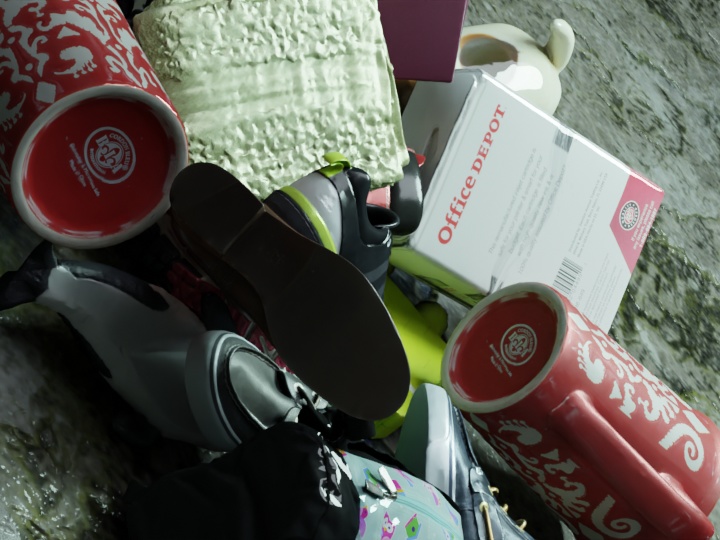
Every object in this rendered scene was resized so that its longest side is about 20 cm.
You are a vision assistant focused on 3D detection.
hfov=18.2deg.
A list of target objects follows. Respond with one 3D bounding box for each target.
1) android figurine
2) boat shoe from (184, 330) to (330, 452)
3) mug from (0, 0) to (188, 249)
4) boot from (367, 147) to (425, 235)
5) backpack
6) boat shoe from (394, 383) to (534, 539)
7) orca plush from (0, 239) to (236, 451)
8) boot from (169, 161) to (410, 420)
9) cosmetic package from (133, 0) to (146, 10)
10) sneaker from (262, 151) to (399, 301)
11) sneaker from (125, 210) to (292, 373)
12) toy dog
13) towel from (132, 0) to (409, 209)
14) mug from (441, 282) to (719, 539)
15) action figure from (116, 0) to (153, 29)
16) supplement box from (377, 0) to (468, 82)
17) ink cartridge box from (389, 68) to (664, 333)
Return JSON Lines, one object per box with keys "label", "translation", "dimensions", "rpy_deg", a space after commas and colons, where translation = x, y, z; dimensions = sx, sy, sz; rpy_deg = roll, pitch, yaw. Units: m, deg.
{"label": "android figurine", "translation": [0.005, 0.046, 1.616], "dimensions": [0.182, 0.041, 0.200], "rpy_deg": [50, 25, -2]}
{"label": "boat shoe", "translation": [-0.043, 0.093, 1.375], "dimensions": [0.200, 0.056, 0.069], "rpy_deg": [51, 40, -52]}
{"label": "mug", "translation": [-0.168, -0.102, 1.358], "dimensions": [0.177, 0.134, 0.200], "rpy_deg": [24, 18, -35]}
{"label": "boot", "translation": [-0.034, -0.105, 1.575], "dimensions": [0.144, 0.072, 0.200], "rpy_deg": [-4, 56, -34]}
{"label": "backpack", "translation": [-0.021, 0.172, 1.318], "dimensions": [0.200, 0.167, 0.127], "rpy_deg": [31, 48, -48]}
{"label": "boat shoe", "translation": [0.075, 0.170, 1.461], "dimensions": [0.091, 0.071, 0.201], "rpy_deg": [9, 55, -17]}
{"label": "orca plush", "translation": [-0.150, 0.049, 1.377], "dimensions": [0.200, 0.071, 0.105], "rpy_deg": [23, 83, -35]}
{"label": "boot", "translation": [-0.041, 0.023, 1.328], "dimensions": [0.186, 0.064, 0.200], "rpy_deg": [51, -8, 8]}
{"label": "cosmetic package", "translation": [-0.079, -0.132, 1.667], "dimensions": [0.200, 0.073, 0.103], "rpy_deg": [58, 27, 12]}
{"label": "sneaker", "translation": [0.000, 0.000, 1.457], "dimensions": [0.072, 0.083, 0.200], "rpy_deg": [42, -15, 34]}
{"label": "sneaker", "translation": [-0.087, 0.006, 1.477], "dimensions": [0.075, 0.081, 0.200], "rpy_deg": [12, 45, -58]}
{"label": "toy dog", "translation": [0.064, -0.136, 1.770], "dimensions": [0.200, 0.194, 0.140], "rpy_deg": [7, 63, -53]}
{"label": "towel", "translation": [-0.055, -0.114, 1.462], "dimensions": [0.200, 0.036, 0.149], "rpy_deg": [-13, 94, -39]}
{"label": "mug", "translation": [0.172, 0.107, 1.602], "dimensions": [0.200, 0.177, 0.134], "rpy_deg": [43, 65, -36]}
{"label": "action figure", "translation": [-0.147, -0.170, 1.501], "dimensions": [0.130, 0.200, 0.069], "rpy_deg": [14, 50, -2]}
{"label": "supplement box", "translation": [0.000, -0.213, 1.620], "dimensions": [0.110, 0.086, 0.200], "rpy_deg": [3, 26, -14]}
{"label": "ink cartridge box", "translation": [0.110, -0.042, 1.669], "dimensions": [0.200, 0.085, 0.146], "rpy_deg": [31, 78, -32]}
